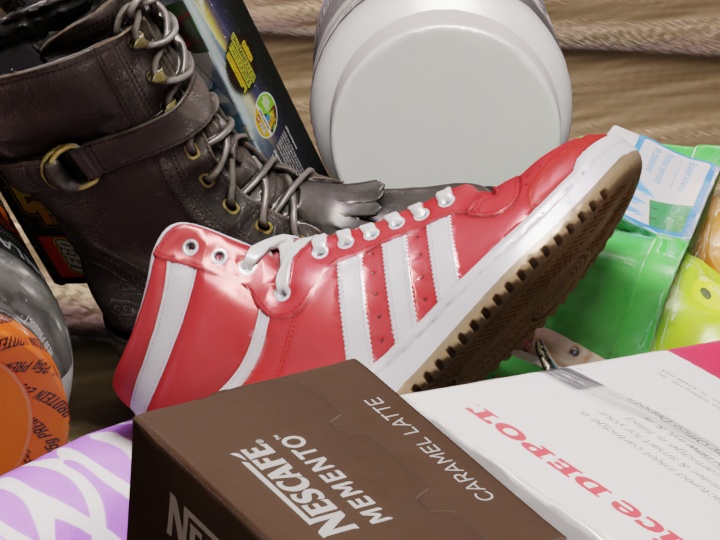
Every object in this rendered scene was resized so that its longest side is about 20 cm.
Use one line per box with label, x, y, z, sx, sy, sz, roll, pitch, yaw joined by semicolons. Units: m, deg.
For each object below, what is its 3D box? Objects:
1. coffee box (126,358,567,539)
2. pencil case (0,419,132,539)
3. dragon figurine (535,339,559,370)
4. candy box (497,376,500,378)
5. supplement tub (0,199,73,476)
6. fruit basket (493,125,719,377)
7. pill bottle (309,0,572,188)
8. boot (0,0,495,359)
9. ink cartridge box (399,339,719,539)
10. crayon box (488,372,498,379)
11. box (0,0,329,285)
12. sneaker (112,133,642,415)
coffee box;-0.013;0.144;0.823;0.079;0.201;0.114;-12;30;-32
pencil case;-0.107;0.109;1.018;0.085;0.084;0.199;-24;-2;43
dragon figurine;0.012;0.109;0.971;0.059;0.201;0.099;31;-2;39
candy box;0.115;0.087;1.122;0.135;0.061;0.200;7;27;3
supplement tub;-0.186;0.019;1.134;0.122;0.123;0.200;-5;28;-20
fruit basket;0.157;0.017;1.100;0.199;0.094;0.185;15;27;11
pill bottle;0.034;-0.079;1.244;0.113;0.115;0.200;4;16;-2
boot;-0.055;-0.042;1.088;0.199;0.175;0.070;-14;41;17
ink cartridge box;0.107;0.097;0.907;0.145;0.084;0.199;33;24;32
crayon box;0.008;0.017;1.247;0.126;0.051;0.200;11;27;23
box;-0.102;-0.076;1.157;0.136;0.201;0.040;-1;46;27
sneaker;0.000;0.000;1.015;0.200;0.071;0.112;-44;69;-8
